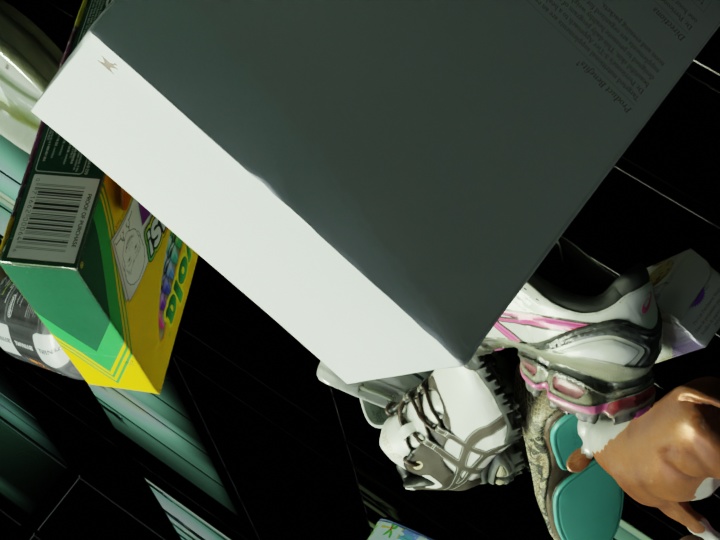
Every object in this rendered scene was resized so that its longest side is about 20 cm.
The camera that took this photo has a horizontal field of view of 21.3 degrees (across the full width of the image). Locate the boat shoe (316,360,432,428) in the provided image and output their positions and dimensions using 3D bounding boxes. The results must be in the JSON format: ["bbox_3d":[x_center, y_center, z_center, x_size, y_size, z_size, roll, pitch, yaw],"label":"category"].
[{"bbox_3d":[0.025,0.083,1.382,0.073,0.067,0.200,28,174,40],"label":"boat shoe"}]

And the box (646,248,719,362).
[{"bbox_3d":[0.151,0.031,1.089,0.039,0.041,0.200,41,164,-4],"label":"box"}]

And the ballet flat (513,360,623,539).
[{"bbox_3d":[0.140,0.121,1.330,0.075,0.068,0.200,53,169,37],"label":"ballet flat"}]

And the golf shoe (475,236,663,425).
[{"bbox_3d":[0.079,0.004,1.031,0.199,0.072,0.093,22,123,34],"label":"golf shoe"}]

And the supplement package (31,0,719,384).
[{"bbox_3d":[0.007,-0.091,0.794,0.191,0.200,0.147,42,163,-10],"label":"supplement package"}]

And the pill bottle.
[{"bbox_3d":[-0.299,0.054,1.972,0.106,0.106,0.200,47,162,-27],"label":"pill bottle"}]

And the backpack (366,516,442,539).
[{"bbox_3d":[0.072,0.358,1.927,0.183,0.147,0.200,12,146,52],"label":"backpack"}]

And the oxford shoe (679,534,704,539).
[{"bbox_3d":[0.292,0.272,1.377,0.200,0.071,0.074,47,158,-27],"label":"oxford shoe"}]

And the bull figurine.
[{"bbox_3d":[0.201,0.116,1.170,0.121,0.065,0.200,35,164,-1],"label":"bull figurine"}]

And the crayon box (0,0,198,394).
[{"bbox_3d":[-0.151,-0.049,1.230,0.058,0.201,0.173,5,153,17],"label":"crayon box"}]

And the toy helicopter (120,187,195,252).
[{"bbox_3d":[-0.092,-0.098,1.106,0.131,0.079,0.201,-6,113,12],"label":"toy helicopter"}]

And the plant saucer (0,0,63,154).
[{"bbox_3d":[-0.270,-0.158,1.455,0.200,0.050,0.200,35,162,13],"label":"plant saucer"}]

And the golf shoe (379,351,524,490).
[{"bbox_3d":[0.058,0.102,1.294,0.200,0.094,0.078,78,174,-58],"label":"golf shoe"}]
